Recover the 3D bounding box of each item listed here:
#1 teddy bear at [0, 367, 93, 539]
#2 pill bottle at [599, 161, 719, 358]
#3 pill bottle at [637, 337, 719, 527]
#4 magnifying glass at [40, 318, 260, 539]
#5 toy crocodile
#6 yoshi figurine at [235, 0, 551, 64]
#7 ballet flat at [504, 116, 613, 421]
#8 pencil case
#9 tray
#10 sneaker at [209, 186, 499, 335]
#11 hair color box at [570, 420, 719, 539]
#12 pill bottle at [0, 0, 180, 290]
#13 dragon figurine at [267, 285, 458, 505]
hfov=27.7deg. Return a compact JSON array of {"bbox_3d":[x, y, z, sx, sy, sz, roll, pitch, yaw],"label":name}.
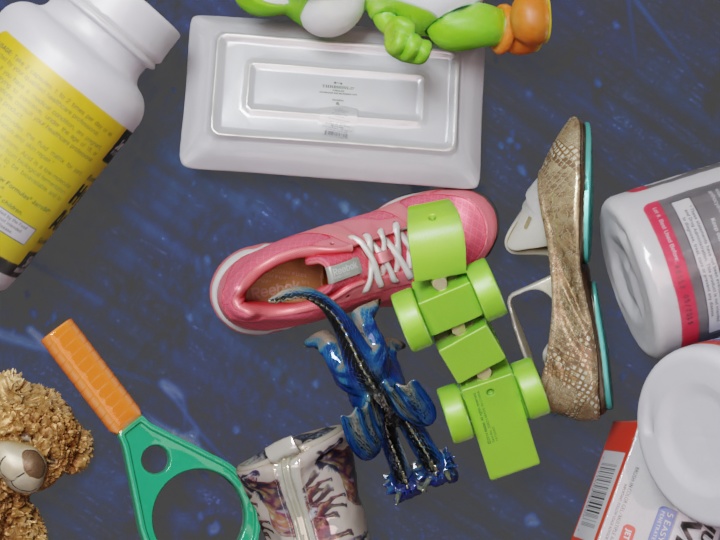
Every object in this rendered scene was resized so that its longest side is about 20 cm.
[{"bbox_3d":[-0.266,0.158,0.946,0.199,0.067,0.146,-24,96,-2],"label":"teddy bear"},{"bbox_3d":[0.265,-0.022,0.948,0.199,0.111,0.112,-17,93,-2],"label":"pill bottle"},{"bbox_3d":[0.280,0.087,0.920,0.199,0.112,0.113,-10,94,-36],"label":"pill bottle"},{"bbox_3d":[-0.142,0.119,0.967,0.079,0.022,0.201,-38,95,-18],"label":"magnifying glass"},{"bbox_3d":[0.070,0.049,0.930,0.067,0.062,0.201,-23,116,4],"label":"toy crocodile"},{"bbox_3d":[0.020,-0.188,0.908,0.198,0.113,0.113,1,118,-3],"label":"yoshi figurine"},{"bbox_3d":[0.128,0.001,0.966,0.065,0.070,0.202,-4,89,11],"label":"ballet flat"},{"bbox_3d":[-0.022,0.200,0.952,0.077,0.089,0.202,-15,92,-2],"label":"pencil case"},{"bbox_3d":[-0.016,-0.114,0.959,0.198,0.022,0.108,4,79,-3],"label":"tray"},{"bbox_3d":[0.000,0.000,0.945,0.199,0.087,0.074,-18,94,-3],"label":"sneaker"},{"bbox_3d":[0.249,0.187,0.974,0.199,0.064,0.112,22,83,-5],"label":"hair color box"},{"bbox_3d":[-0.206,-0.096,0.917,0.111,0.111,0.200,38,90,-4],"label":"pill bottle"},{"bbox_3d":[0.011,0.078,0.923,0.059,0.200,0.100,-28,56,2],"label":"dragon figurine"}]
